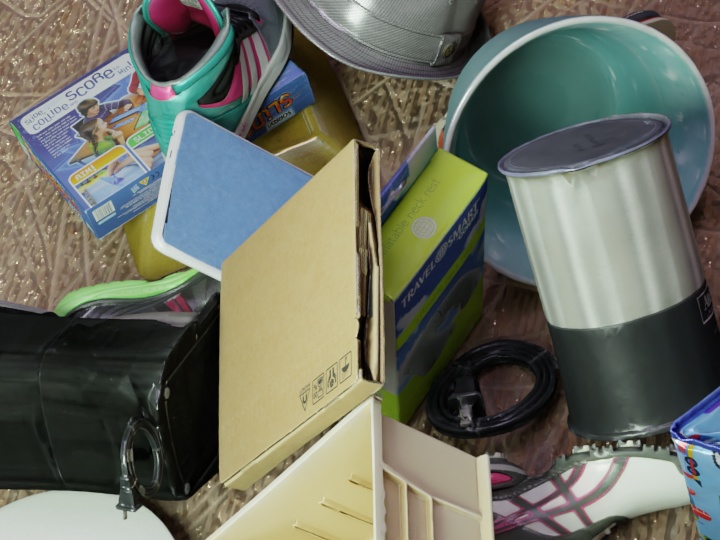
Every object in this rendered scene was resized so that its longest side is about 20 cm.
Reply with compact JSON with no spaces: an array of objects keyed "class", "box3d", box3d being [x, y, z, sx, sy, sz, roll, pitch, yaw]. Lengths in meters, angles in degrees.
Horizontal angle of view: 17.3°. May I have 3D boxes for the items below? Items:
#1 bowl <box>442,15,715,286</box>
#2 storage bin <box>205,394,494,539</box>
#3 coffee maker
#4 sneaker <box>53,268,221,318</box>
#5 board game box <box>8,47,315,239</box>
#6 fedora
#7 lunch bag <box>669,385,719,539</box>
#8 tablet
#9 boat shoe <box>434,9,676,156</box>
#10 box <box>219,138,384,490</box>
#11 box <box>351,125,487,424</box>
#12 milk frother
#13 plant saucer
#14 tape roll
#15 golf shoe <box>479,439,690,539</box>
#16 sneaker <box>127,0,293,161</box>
[{"class":"bowl","box3d":[0.139,-0.099,1.676,0.200,0.201,0.105,-26,28,-4]},{"class":"storage bin","box3d":[-0.013,0.219,1.427,0.200,0.094,0.199,-43,34,37]},{"class":"coffee maker","box3d":[-0.201,0.086,1.591,0.199,0.192,0.135,0,94,21]},{"class":"sneaker","box3d":[-0.124,0.043,1.714,0.199,0.077,0.084,-15,65,10]},{"class":"board game box","box3d":[-0.153,-0.123,1.814,0.200,0.035,0.135,-33,48,-12]},{"class":"fedora","box3d":[0.031,-0.231,1.807,0.200,0.090,0.177,-2,47,-44]},{"class":"lunch bag","box3d":[0.296,0.093,1.462,0.094,0.151,0.200,29,64,36]},{"class":"tablet","box3d":[-0.054,-0.024,1.679,0.014,0.200,0.130,-39,32,42]},{"class":"boat shoe","box3d":[0.145,-0.138,1.773,0.200,0.071,0.063,-36,46,-7]},{"class":"box","box3d":[-0.040,0.030,1.494,0.021,0.200,0.164,11,62,-25]},{"class":"box","box3d":[0.037,0.010,1.587,0.048,0.200,0.122,27,62,18]},{"class":"milk frother","box3d":[0.125,0.010,1.565,0.199,0.189,0.181,-17,13,-3]},{"class":"plant saucer","box3d":[-0.107,-0.108,1.843,0.199,0.049,0.200,-22,47,-1]},{"class":"tape roll","box3d":[-0.206,0.237,1.584,0.202,0.037,0.203,-9,48,10]},{"class":"golf shoe","box3d":[0.135,0.159,1.528,0.199,0.077,0.088,-7,73,11]},{"class":"sneaker","box3d":[-0.113,-0.179,1.743,0.083,0.121,0.200,3,52,19]}]
